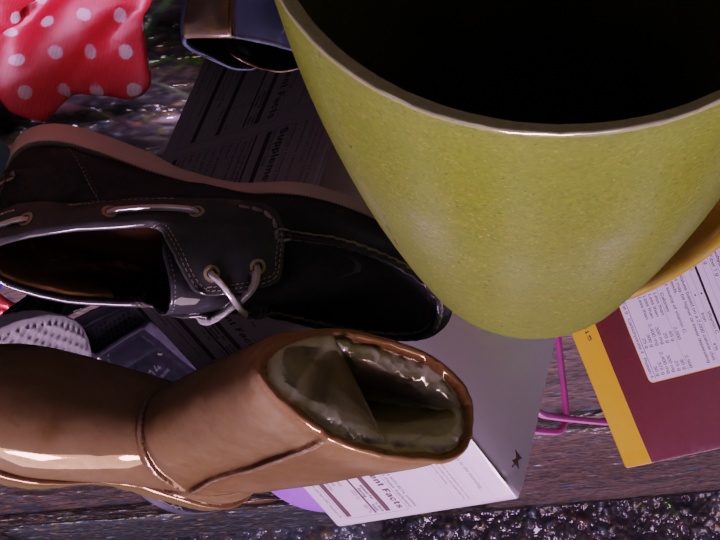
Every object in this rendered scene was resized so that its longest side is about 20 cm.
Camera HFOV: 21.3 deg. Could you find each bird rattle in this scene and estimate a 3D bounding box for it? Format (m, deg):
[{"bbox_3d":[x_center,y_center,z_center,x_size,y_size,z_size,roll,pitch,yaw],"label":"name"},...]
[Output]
[{"bbox_3d":[-0.175,-0.112,0.731,0.200,0.113,0.163,-5,150,-11],"label":"bird rattle"}]

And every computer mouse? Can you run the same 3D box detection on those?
[{"bbox_3d":[-0.122,0.059,1.058,0.138,0.053,0.200,-43,126,-1],"label":"computer mouse"}]

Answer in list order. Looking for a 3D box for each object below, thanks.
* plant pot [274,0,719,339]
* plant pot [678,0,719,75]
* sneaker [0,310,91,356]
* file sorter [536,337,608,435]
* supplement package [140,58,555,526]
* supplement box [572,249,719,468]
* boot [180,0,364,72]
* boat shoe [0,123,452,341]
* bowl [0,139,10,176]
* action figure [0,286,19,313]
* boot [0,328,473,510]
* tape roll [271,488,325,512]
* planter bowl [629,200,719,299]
[{"bbox_3d":[0.063,-0.065,0.685,0.187,0.187,0.200,-4,148,-1],"label":"plant pot"},{"bbox_3d":[0.225,-0.112,0.694,0.200,0.200,0.193,5,175,-33],"label":"plant pot"},{"bbox_3d":[-0.229,0.059,0.934,0.114,0.073,0.200,7,-165,33],"label":"sneaker"},{"bbox_3d":[0.079,0.070,1.447,0.200,0.125,0.139,-15,162,37],"label":"file sorter"},{"bbox_3d":[0.000,0.000,0.937,0.111,0.156,0.200,-13,132,32],"label":"supplement package"},{"bbox_3d":[0.253,-0.001,1.071,0.200,0.133,0.197,-19,-175,45],"label":"supplement box"},{"bbox_3d":[-0.027,-0.110,0.754,0.075,0.097,0.200,1,168,21],"label":"boot"},{"bbox_3d":[-0.058,0.000,0.787,0.200,0.068,0.072,14,133,3],"label":"boat shoe"},{"bbox_3d":[-0.273,0.000,0.991,0.201,0.105,0.201,-7,157,-3],"label":"bowl"},{"bbox_3d":[-0.208,-0.002,1.180,0.099,0.065,0.200,17,169,10],"label":"action figure"},{"bbox_3d":[-0.075,0.056,0.816,0.175,0.066,0.200,12,164,-26],"label":"boot"},{"bbox_3d":[0.000,0.045,1.174,0.085,0.200,0.200,-16,162,40],"label":"tape roll"},{"bbox_3d":[0.090,-0.088,0.833,0.200,0.200,0.083,1,-152,-19],"label":"planter bowl"}]
